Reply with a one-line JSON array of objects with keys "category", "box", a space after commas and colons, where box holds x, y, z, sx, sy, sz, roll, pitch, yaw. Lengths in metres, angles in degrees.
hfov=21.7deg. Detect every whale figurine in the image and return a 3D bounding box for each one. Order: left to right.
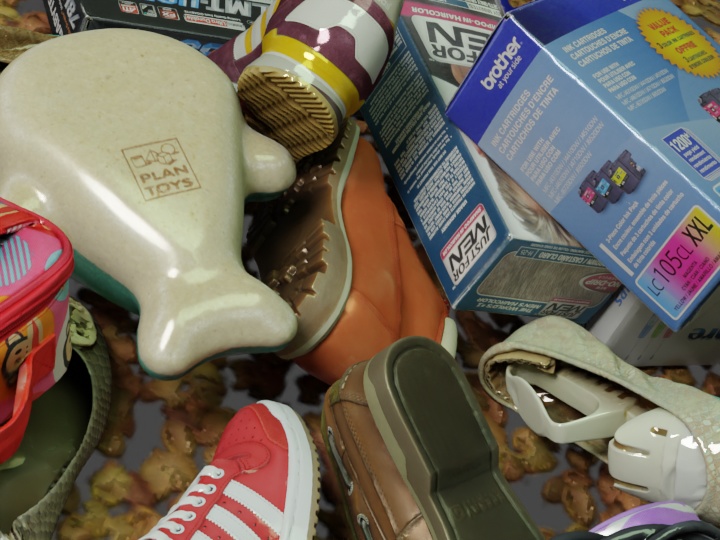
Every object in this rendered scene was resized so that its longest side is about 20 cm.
[{"category": "whale figurine", "box": [-0.105, -0.022, 0.897, 0.159, 0.104, 0.200, -16, 57, -27]}]

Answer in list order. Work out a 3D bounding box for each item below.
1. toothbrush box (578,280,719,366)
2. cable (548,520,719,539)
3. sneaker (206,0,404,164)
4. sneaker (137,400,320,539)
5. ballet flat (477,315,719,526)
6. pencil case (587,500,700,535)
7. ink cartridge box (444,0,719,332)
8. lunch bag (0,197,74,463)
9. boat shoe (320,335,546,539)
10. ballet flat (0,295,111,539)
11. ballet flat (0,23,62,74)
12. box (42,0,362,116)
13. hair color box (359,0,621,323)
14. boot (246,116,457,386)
[{"category": "toothbrush box", "box": [0.167, -0.045, 1.094, 0.145, 0.086, 0.200, 1, 47, -30]}, {"category": "cable", "box": [0.113, 0.195, 0.739, 0.163, 0.051, 0.201, 23, 75, 16]}, {"category": "sneaker", "box": [-0.029, -0.109, 0.978, 0.075, 0.200, 0.090, 41, 78, -17]}, {"category": "sneaker", "box": [-0.082, 0.121, 0.775, 0.112, 0.071, 0.200, 19, 41, -15]}, {"category": "ballet flat", "box": [0.130, 0.082, 0.920, 0.062, 0.068, 0.200, -17, 27, -29]}, {"category": "pencil case", "box": [0.153, 0.197, 0.821, 0.085, 0.084, 0.200, -13, 49, -17]}, {"category": "ink cartridge box", "box": [0.139, -0.078, 0.976, 0.200, 0.076, 0.136, 43, 38, 15]}, {"category": "lunch bag", "box": [-0.215, 0.033, 0.764, 0.176, 0.082, 0.200, 27, 39, 22]}, {"category": "boat shoe", "box": [0.040, 0.132, 0.838, 0.072, 0.068, 0.201, -2, 67, -42]}, {"category": "ballet flat", "box": [-0.147, 0.072, 0.811, 0.067, 0.046, 0.200, 22, 39, -7]}, {"category": "ballet flat", "box": [-0.192, -0.094, 0.971, 0.199, 0.068, 0.073, 12, 59, -24]}, {"category": "box", "box": [-0.096, -0.182, 1.125, 0.199, 0.050, 0.199, 4, 44, -28]}, {"category": "hair color box", "box": [0.066, -0.069, 1.023, 0.100, 0.061, 0.200, 6, 46, -37]}, {"category": "boot", "box": [0.000, 0.000, 0.973, 0.107, 0.075, 0.200, 36, 28, -21]}]
